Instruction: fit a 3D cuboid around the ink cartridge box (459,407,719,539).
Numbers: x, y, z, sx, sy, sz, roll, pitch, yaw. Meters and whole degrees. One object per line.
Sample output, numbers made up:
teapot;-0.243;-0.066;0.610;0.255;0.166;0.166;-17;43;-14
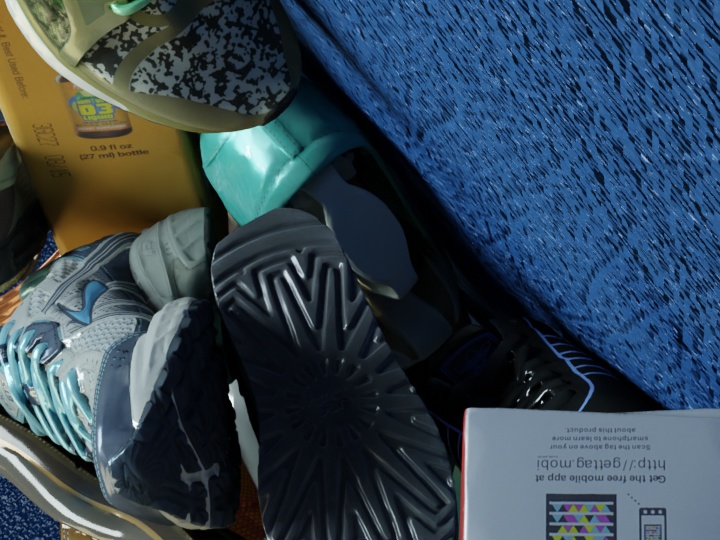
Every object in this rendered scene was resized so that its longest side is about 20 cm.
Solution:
ink cartridge box;0.070;0.158;0.860;0.200;0.084;0.176;83;-172;-63

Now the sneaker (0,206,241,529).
sneaker;-0.088;0.042;1.022;0.200;0.086;0.078;-95;-6;-73

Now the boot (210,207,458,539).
boot;0.001;0.092;1.064;0.200;0.065;0.165;79;177;-62

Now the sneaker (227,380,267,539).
sneaker;-0.066;0.087;1.141;0.073;0.077;0.200;73;-179;-66

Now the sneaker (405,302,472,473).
sneaker;-0.016;0.073;1.233;0.106;0.200;0.075;18;134;-5

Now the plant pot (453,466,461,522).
plant pot;0.080;0.187;1.252;0.161;0.201;0.201;36;-179;-20

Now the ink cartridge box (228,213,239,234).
ink cartridge box;-0.052;0.018;1.296;0.086;0.148;0.200;45;177;5

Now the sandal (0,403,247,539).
sandal;-0.080;0.107;1.044;0.200;0.055;0.082;30;-179;27

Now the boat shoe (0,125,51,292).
boat shoe;-0.154;-0.022;1.144;0.201;0.072;0.066;-123;27;-85

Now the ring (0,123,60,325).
ring;-0.141;-0.043;1.271;0.019;0.201;0.200;36;-178;-28

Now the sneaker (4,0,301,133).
sneaker;-0.082;-0.113;0.907;0.200;0.077;0.089;47;169;-27

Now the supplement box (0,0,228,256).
supplement box;-0.095;-0.073;1.070;0.200;0.066;0.069;77;-170;-61

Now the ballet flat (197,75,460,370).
ballet flat;0.000;0.000;1.114;0.070;0.067;0.200;47;176;38

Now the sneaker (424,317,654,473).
sneaker;0.060;0.057;1.016;0.078;0.070;0.200;47;176;-3

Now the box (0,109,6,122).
box;-0.229;-0.128;1.204;0.198;0.199;0.124;-142;48;-69
